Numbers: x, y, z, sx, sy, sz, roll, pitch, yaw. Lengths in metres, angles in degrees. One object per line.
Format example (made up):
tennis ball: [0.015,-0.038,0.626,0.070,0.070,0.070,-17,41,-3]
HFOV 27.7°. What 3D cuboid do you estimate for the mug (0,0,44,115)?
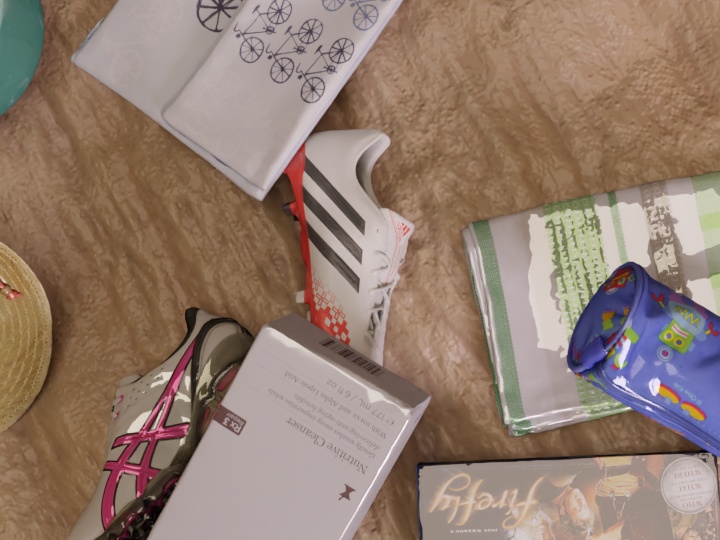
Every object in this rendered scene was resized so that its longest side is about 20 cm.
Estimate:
mug: [-0.313,-0.165,1.023,0.184,0.114,0.153,-23,83,7]

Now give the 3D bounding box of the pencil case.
pencil case: [0.226,0.079,0.917,0.199,0.087,0.078,33,135,-6]

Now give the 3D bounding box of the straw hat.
straw hat: [-0.312,0.032,1.019,0.200,0.201,0.085,-35,40,4]

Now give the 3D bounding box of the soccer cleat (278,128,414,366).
soccer cleat: [0.000,0.000,0.988,0.084,0.069,0.202,-14,79,15]

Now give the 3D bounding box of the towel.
towel: [0.177,0.019,0.979,0.198,0.031,0.151,-13,85,7]

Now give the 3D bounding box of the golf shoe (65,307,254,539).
golf shoe: [-0.140,0.119,1.003,0.092,0.073,0.200,36,83,23]

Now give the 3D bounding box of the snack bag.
snack bag: [-0.086,-0.177,1.016,0.199,0.021,0.189,36,91,23]

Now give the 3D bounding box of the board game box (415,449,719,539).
board game box: [0.139,0.192,0.969,0.198,0.035,0.137,-4,85,8]

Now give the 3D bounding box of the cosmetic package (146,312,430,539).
cosmetic package: [-0.053,0.141,0.926,0.112,0.081,0.201,29,98,9]
